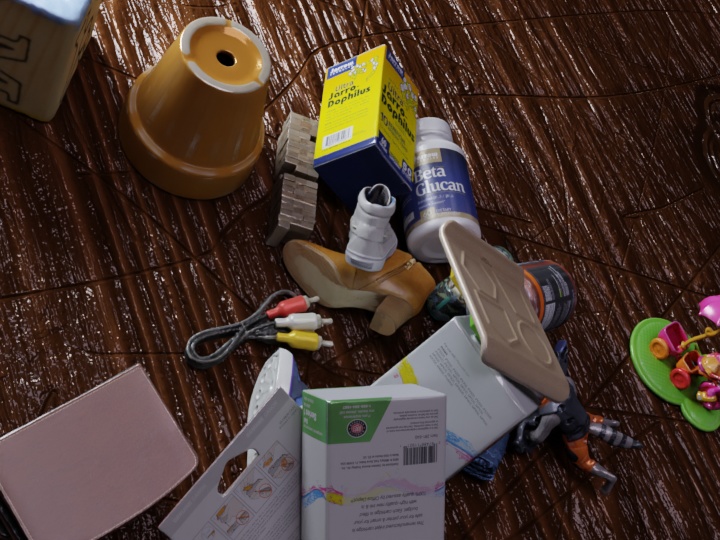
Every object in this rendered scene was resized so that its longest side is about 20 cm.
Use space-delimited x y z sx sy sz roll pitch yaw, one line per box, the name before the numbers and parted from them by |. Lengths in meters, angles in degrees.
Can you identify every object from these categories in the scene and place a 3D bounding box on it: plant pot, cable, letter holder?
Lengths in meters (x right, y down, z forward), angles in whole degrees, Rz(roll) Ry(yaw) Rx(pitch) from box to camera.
plant pot | -0.207 -0.229 1.352 0.198 0.183 0.203 13 56 -20
cable | -0.133 0.068 1.293 0.198 0.050 0.098 -5 62 -32
letter holder | -0.293 0.219 1.084 0.199 0.101 0.143 -29 79 -37

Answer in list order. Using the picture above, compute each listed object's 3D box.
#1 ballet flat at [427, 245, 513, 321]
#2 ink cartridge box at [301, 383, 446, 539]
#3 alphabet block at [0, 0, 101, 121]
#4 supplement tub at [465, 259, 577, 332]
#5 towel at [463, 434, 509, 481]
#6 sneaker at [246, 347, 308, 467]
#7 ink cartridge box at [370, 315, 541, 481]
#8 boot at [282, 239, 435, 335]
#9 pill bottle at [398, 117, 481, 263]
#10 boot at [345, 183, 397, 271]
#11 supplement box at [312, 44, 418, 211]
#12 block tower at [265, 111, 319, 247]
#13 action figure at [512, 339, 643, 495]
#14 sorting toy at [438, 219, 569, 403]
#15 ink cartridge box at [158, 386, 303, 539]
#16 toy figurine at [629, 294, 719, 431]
ballet flat | 0.178 0.010 1.485 0.074 0.074 0.199 47 51 6
ink cartridge box | 0.013 0.232 1.100 0.143 0.084 0.203 0 92 -25
alphabet block | -0.441 -0.349 1.292 0.194 0.200 0.197 23 52 -14
supplement tub | 0.223 0.043 1.425 0.199 0.107 0.108 -7 62 -56
towel | 0.158 0.178 1.382 0.111 0.049 0.201 30 52 -9
sneaker | -0.059 0.206 1.237 0.145 0.081 0.202 22 49 -25
ink cartridge box | 0.097 0.169 1.230 0.145 0.200 0.145 52 13 12
boot | 0.001 0.000 1.408 0.200 0.071 0.144 35 37 6
pill bottle | 0.110 -0.123 1.502 0.110 0.111 0.202 6 58 -24
boot | 0.024 -0.071 1.377 0.073 0.097 0.200 15 16 -1
supplement box | 0.011 -0.209 1.475 0.109 0.108 0.202 46 38 -42
block tower | -0.092 -0.125 1.433 0.057 0.054 0.202 16 55 -17
action figure | 0.300 0.185 1.410 0.193 0.104 0.202 40 54 -22
sorting toy | 0.170 0.053 1.228 0.184 0.036 0.202 30 36 -42
ink cartridge box | -0.102 0.257 1.117 0.200 0.045 0.176 -48 109 -16
toy figurine | 0.538 0.123 1.532 0.149 0.184 0.201 -20 72 -35
